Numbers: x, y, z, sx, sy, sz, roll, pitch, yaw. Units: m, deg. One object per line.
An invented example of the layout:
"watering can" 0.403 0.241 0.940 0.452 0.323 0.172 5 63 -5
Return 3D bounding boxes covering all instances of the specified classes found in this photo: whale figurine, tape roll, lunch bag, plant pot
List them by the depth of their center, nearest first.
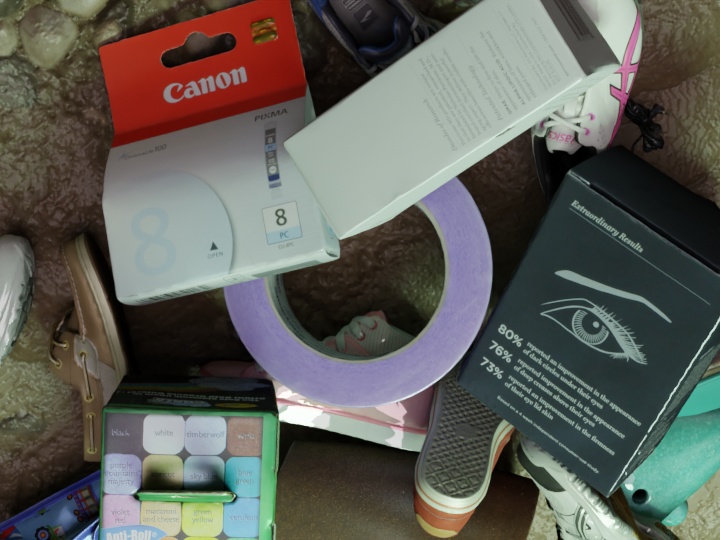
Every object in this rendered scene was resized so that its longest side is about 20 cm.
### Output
"tape roll" 0.000 0.000 1.088 0.198 0.085 0.202 0 89 4
"plant pot" 0.019 0.219 1.185 0.199 0.187 0.188 23 110 3
"whale figurine" 0.252 0.150 1.196 0.198 0.104 0.160 -14 112 0
"lunch bag" -0.183 0.229 1.201 0.199 0.094 0.151 -36 126 5

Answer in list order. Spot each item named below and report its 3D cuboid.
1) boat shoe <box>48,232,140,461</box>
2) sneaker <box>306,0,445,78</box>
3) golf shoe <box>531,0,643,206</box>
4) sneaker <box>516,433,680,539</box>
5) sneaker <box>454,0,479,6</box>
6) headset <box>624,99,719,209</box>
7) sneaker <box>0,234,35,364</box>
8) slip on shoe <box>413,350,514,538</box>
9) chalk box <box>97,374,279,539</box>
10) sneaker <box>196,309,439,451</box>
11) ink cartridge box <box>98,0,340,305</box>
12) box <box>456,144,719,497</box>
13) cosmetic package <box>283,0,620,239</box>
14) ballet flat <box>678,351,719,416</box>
"boat shoe" -0.214 0.069 1.149 0.066 0.074 0.202 -12 113 -4
"sneaker" 0.026 -0.161 1.063 0.200 0.085 0.077 39 105 -18
"golf shoe" 0.160 -0.129 1.038 0.072 0.093 0.201 9 142 13
"sneaker" 0.176 0.207 1.121 0.087 0.076 0.200 -38 106 21
"sneaker" 0.103 -0.231 1.048 0.198 0.081 0.089 13 115 -2
"headset" 0.233 -0.032 1.150 0.122 0.094 0.201 -14 128 -2
"sneaker" -0.323 0.052 1.137 0.099 0.078 0.201 25 108 -10
"slip on shoe" 0.084 0.130 1.135 0.074 0.200 0.062 20 128 7
"chalk box" -0.121 0.150 1.034 0.124 0.200 0.125 3 94 -4
"sneaker" -0.028 0.074 1.169 0.198 0.075 0.106 13 94 2
"ink cartridge box" -0.110 -0.089 1.041 0.159 0.047 0.202 -13 82 14
"box" 0.186 0.035 1.061 0.148 0.104 0.201 37 121 18
"cosmetic package" 0.060 -0.109 0.961 0.199 0.113 0.081 -34 86 25
"ballet flat" 0.311 0.065 1.168 0.198 0.068 0.068 -11 144 -21
